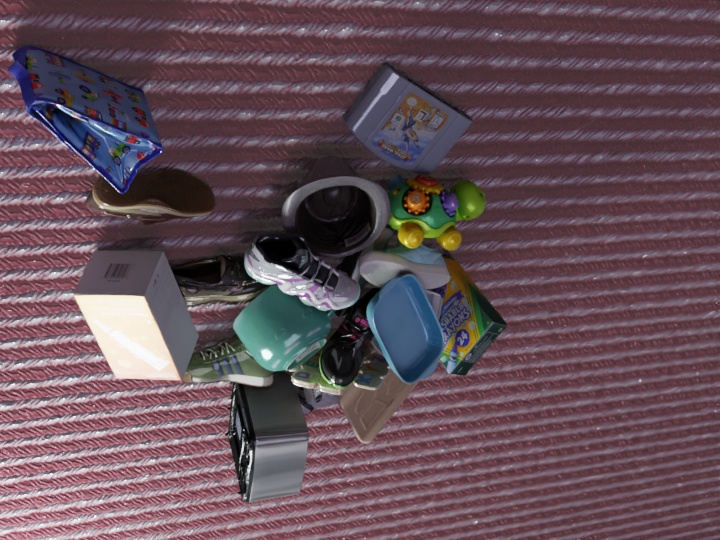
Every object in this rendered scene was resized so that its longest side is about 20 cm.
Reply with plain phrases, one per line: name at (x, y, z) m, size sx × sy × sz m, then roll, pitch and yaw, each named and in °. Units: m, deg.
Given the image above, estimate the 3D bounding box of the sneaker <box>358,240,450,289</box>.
sneaker at (0.067, -0.019, 1.761) m, size 0.198 × 0.083 × 0.074 m, roll 12°, pitch 141°, yaw -44°

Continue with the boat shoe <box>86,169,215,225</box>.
boat shoe at (-0.318, -0.106, 1.565) m, size 0.198 × 0.073 × 0.072 m, roll -3°, pitch 160°, yaw -37°

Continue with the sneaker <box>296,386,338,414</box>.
sneaker at (-0.062, 0.206, 1.905) m, size 0.113 × 0.076 × 0.200 m, roll -15°, pitch 163°, yaw -22°

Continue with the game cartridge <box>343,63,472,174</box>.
game cartridge at (0.074, -0.233, 1.654) m, size 0.199 × 0.042 × 0.134 m, roll 23°, pitch 111°, yaw -38°

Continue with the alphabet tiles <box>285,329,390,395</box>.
alphabet tiles at (-0.042, 0.159, 1.816) m, size 0.193 × 0.200 × 0.015 m, roll 11°, pitch 116°, yaw 17°

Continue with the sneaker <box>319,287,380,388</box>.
sneaker at (-0.012, 0.108, 1.743) m, size 0.076 × 0.202 × 0.084 m, roll 24°, pitch 148°, yaw 2°

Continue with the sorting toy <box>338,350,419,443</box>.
sorting toy at (0.035, 0.220, 1.963) m, size 0.186 × 0.036 × 0.201 m, roll -50°, pitch 149°, yaw -15°

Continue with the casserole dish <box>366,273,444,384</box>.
casserole dish at (0.072, 0.096, 1.733) m, size 0.121 × 0.039 × 0.202 m, roll -43°, pitch 122°, yaw -26°

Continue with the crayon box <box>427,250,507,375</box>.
crayon box at (0.156, 0.070, 1.830) m, size 0.051 × 0.201 × 0.126 m, roll 13°, pitch 123°, yaw -47°

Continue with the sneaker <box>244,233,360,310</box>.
sneaker at (-0.085, -0.004, 1.628) m, size 0.197 × 0.079 × 0.140 m, roll 17°, pitch 158°, yaw -7°

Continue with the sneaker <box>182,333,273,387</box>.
sneaker at (-0.235, 0.148, 1.817) m, size 0.198 × 0.067 × 0.091 m, roll 8°, pitch 113°, yaw -28°

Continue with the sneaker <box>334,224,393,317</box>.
sneaker at (0.000, 0.000, 1.793) m, size 0.078 × 0.074 × 0.202 m, roll 2°, pitch 127°, yaw -34°

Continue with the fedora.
fedora at (-0.043, -0.113, 1.651) m, size 0.174 × 0.091 × 0.201 m, roll -12°, pitch 142°, yaw 2°

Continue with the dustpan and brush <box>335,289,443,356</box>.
dustpan and brush at (0.037, 0.089, 1.835) m, size 0.057 × 0.198 × 0.142 m, roll 16°, pitch 86°, yaw -57°

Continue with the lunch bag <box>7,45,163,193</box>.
lunch bag at (-0.376, -0.220, 1.370) m, size 0.094 × 0.151 × 0.199 m, roll -43°, pitch 133°, yaw 15°

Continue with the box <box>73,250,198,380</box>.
box at (-0.352, 0.073, 1.637) m, size 0.122 × 0.098 × 0.202 m, roll 0°, pitch 135°, yaw 15°

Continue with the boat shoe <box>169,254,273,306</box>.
boat shoe at (-0.222, 0.009, 1.692) m, size 0.197 × 0.074 × 0.065 m, roll -14°, pitch 138°, yaw -14°

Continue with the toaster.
toaster at (-0.173, 0.306, 1.882) m, size 0.117 × 0.201 × 0.183 m, roll -4°, pitch 129°, yaw -16°

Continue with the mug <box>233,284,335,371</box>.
mug at (-0.114, 0.088, 1.731) m, size 0.151 × 0.115 × 0.185 m, roll -23°, pitch 161°, yaw -50°

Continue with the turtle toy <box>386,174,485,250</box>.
turtle toy at (0.118, -0.106, 1.718) m, size 0.197 × 0.146 × 0.102 m, roll 2°, pitch 114°, yaw -28°
